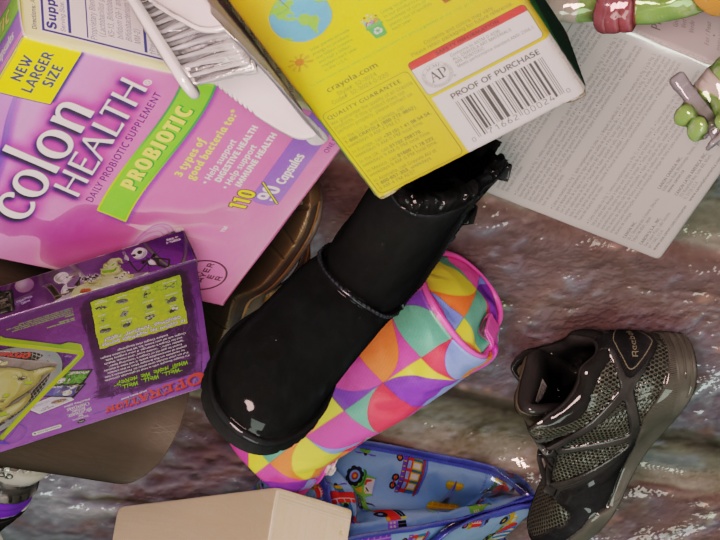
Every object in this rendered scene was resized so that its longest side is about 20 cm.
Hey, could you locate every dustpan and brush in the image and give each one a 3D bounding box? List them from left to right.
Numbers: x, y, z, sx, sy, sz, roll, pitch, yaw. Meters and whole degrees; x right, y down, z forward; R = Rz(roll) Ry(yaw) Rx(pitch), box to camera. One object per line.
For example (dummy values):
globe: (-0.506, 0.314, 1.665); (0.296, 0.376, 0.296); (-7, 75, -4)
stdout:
dustpan and brush: (-0.110, -0.142, 1.325); (0.057, 0.200, 0.140); (-37, 153, 3)

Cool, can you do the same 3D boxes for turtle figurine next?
turtle figurine: (0.178, -0.131, 1.389); (0.193, 0.201, 0.144); (10, 169, 7)

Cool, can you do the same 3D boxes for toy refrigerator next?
toy refrigerator: (-0.090, 0.197, 1.783); (0.070, 0.076, 0.200); (20, 160, -33)

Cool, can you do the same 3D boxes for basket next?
basket: (-0.213, 0.054, 1.595); (0.200, 0.136, 0.180); (17, 149, -36)

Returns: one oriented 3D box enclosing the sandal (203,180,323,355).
sandal: (-0.061, -0.002, 1.597); (0.054, 0.082, 0.200); (-8, 145, -29)

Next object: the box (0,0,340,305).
box: (-0.129, -0.085, 1.455); (0.199, 0.097, 0.176); (14, 138, -26)

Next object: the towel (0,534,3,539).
towel: (-0.353, 0.165, 1.781); (0.199, 0.048, 0.171); (-10, 140, 1)

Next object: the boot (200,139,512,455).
boot: (0.000, 0.001, 1.496); (0.073, 0.198, 0.163); (41, 131, 3)

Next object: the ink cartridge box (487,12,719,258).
ink cartridge box: (0.122, -0.102, 1.543); (0.199, 0.050, 0.161); (22, 136, -9)

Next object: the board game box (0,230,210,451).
board game box: (-0.183, 0.051, 1.481); (0.199, 0.032, 0.120); (-17, 139, -11)

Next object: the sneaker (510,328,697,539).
sneaker: (0.135, 0.111, 1.783); (0.114, 0.076, 0.200); (10, 134, -20)

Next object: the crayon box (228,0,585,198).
crayon box: (0.014, -0.139, 1.325); (0.127, 0.051, 0.200); (-26, 133, 12)

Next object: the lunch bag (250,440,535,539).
lunch bag: (0.018, 0.189, 1.871); (0.199, 0.094, 0.151); (2, 142, -34)

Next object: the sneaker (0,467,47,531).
sneaker: (-0.301, 0.120, 1.664); (0.200, 0.070, 0.100); (22, 123, -14)

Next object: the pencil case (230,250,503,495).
pencil case: (0.002, 0.067, 1.694); (0.088, 0.089, 0.200); (24, 132, -36)
